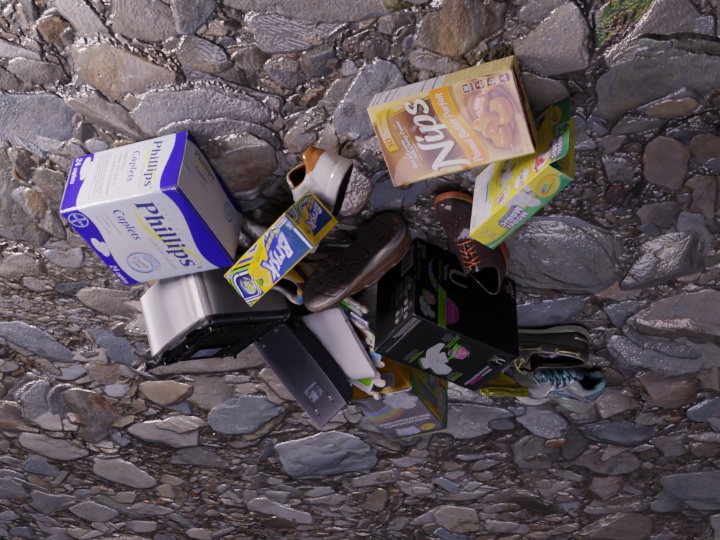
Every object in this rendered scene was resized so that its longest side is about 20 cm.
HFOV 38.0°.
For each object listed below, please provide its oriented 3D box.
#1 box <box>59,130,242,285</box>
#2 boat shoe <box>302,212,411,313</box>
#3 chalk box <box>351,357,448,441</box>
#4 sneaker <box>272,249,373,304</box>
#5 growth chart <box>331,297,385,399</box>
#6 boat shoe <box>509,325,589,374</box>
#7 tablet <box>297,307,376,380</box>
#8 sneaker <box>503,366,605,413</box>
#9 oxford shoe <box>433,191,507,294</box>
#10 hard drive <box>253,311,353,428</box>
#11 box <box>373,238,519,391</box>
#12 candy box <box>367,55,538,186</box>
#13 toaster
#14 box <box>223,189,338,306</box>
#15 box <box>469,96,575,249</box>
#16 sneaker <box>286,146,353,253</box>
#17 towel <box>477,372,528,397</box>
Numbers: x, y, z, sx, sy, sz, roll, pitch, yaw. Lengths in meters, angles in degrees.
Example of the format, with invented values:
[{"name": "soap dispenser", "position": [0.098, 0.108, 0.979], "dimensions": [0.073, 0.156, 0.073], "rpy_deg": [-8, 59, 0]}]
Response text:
[{"name": "box", "position": [-0.301, -0.086, 1.529], "dimensions": [0.196, 0.107, 0.185], "rpy_deg": [-10, 141, 19]}, {"name": "boat shoe", "position": [0.000, 0.000, 1.585], "dimensions": [0.199, 0.076, 0.072], "rpy_deg": [-38, 142, 9]}, {"name": "chalk box", "position": [0.082, 0.216, 1.862], "dimensions": [0.122, 0.126, 0.201], "rpy_deg": [-14, 140, 23]}, {"name": "sneaker", "position": [-0.069, 0.017, 1.646], "dimensions": [0.195, 0.091, 0.076], "rpy_deg": [8, 143, -3]}, {"name": "growth chart", "position": [-0.019, 0.115, 1.729], "dimensions": [0.143, 0.018, 0.203], "rpy_deg": [23, 134, 35]}, {"name": "boat shoe", "position": [0.292, 0.141, 1.787], "dimensions": [0.198, 0.061, 0.072], "rpy_deg": [-8, 143, 18]}, {"name": "tablet", "position": [-0.061, 0.132, 1.763], "dimensions": [0.198, 0.014, 0.132], "rpy_deg": [-16, 106, 51]}, {"name": "sneaker", "position": [0.345, 0.189, 1.844], "dimensions": [0.196, 0.079, 0.087], "rpy_deg": [11, 138, -25]}, {"name": "oxford shoe", "position": [0.169, -0.041, 1.555], "dimensions": [0.070, 0.074, 0.200], "rpy_deg": [-17, 137, 28]}, {"name": "hard drive", "position": [-0.098, 0.162, 1.781], "dimensions": [0.201, 0.042, 0.135], "rpy_deg": [50, 143, 7]}, {"name": "box", "position": [0.136, 0.073, 1.645], "dimensions": [0.197, 0.151, 0.124], "rpy_deg": [23, 138, -22]}, {"name": "candy box", "position": [0.120, -0.191, 1.351], "dimensions": [0.196, 0.056, 0.117], "rpy_deg": [-12, 115, 21]}, {"name": "toaster", "position": [-0.244, 0.067, 1.668], "dimensions": [0.198, 0.121, 0.180], "rpy_deg": [-2, 155, -44]}, {"name": "box", "position": [-0.117, -0.029, 1.505], "dimensions": [0.064, 0.070, 0.200], "rpy_deg": [46, 137, -3]}, {"name": "box", "position": [0.224, -0.131, 1.395], "dimensions": [0.048, 0.119, 0.200], "rpy_deg": [25, 139, -17]}, {"name": "sneaker", "position": [-0.069, -0.108, 1.516], "dimensions": [0.084, 0.073, 0.201], "rpy_deg": [27, 141, 5]}, {"name": "towel", "position": [0.214, 0.181, 1.773], "dimensions": [0.084, 0.018, 0.200], "rpy_deg": [5, -173, -12]}]
